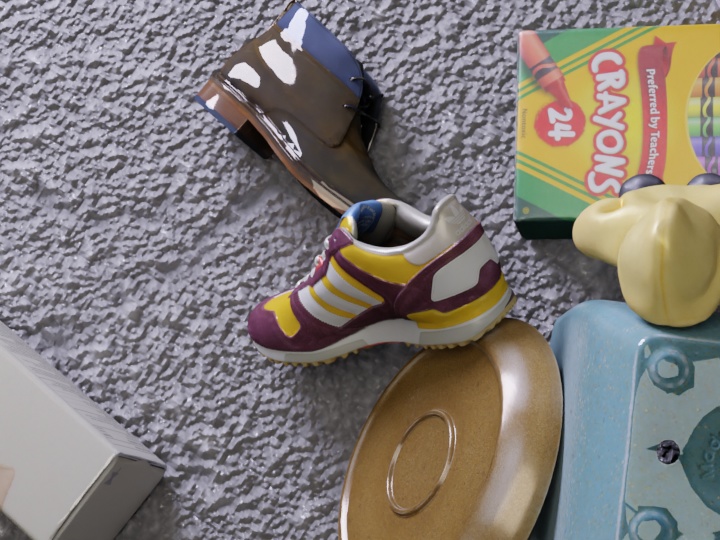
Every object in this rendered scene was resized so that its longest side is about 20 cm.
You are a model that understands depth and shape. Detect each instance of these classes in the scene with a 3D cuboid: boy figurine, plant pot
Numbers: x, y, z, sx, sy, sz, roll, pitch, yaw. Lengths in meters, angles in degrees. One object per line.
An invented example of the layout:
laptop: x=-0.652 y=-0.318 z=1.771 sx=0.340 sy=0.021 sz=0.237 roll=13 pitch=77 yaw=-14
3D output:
boy figurine: x=0.178 y=-0.017 z=0.919 sx=0.124 sy=0.200 sz=0.065 roll=0 pitch=100 yaw=9
plant pot: x=0.043 y=0.115 z=0.980 sx=0.027 sy=0.200 sz=0.201 roll=26 pitch=82 yaw=-24
plant pot: x=0.193 y=0.111 z=0.915 sx=0.195 sy=0.200 sz=0.197 roll=7 pitch=79 yaw=7

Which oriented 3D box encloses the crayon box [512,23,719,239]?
crayon box: x=0.197 y=-0.087 z=1.053 sx=0.199 sy=0.051 sz=0.128 roll=-1 pitch=76 yaw=12

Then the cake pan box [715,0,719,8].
cake pan box: x=0.339 y=-0.124 z=1.001 sx=0.184 sy=0.052 sz=0.201 roll=-22 pitch=73 yaw=-11

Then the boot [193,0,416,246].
boot: x=-0.010 y=-0.093 z=1.091 sx=0.200 sy=0.075 sz=0.097 roll=38 pitch=90 yaw=20

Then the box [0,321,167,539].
box: x=-0.231 y=0.091 z=1.088 sx=0.200 sy=0.095 sz=0.078 roll=38 pitch=89 yaw=20

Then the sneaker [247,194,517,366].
sneaker: x=0.000 y=0.000 z=1.025 sx=0.199 sy=0.075 sz=0.090 roll=-10 pitch=114 yaw=39
